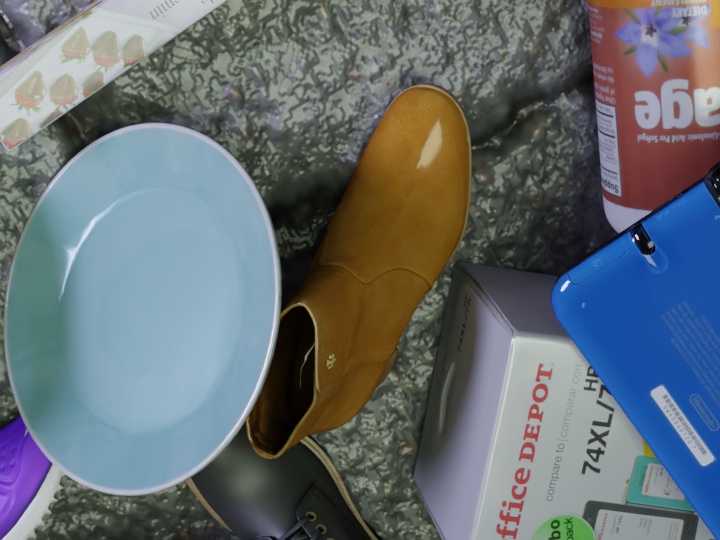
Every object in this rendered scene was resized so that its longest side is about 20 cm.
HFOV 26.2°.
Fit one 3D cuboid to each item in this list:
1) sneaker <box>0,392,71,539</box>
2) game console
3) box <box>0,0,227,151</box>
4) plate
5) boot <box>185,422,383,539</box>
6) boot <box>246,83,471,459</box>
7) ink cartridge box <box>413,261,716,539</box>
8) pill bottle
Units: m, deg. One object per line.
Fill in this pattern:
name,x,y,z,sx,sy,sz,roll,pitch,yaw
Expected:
sneaker,-0.244,0.138,0.893,0.099,0.070,0.201,36,97,-15
game console,0.225,0.028,0.826,0.170,0.118,0.201,-34,97,21
box,-0.123,-0.139,0.851,0.199,0.041,0.039,-34,109,2
plate,-0.117,0.021,0.845,0.025,0.199,0.202,14,108,-55
boot,-0.028,0.166,0.902,0.077,0.138,0.200,-45,107,5
boot,-0.001,0.000,0.853,0.070,0.144,0.204,21,106,16
ink cartridge box,0.148,0.095,0.907,0.197,0.146,0.149,8,104,-12
pill bottle,0.191,-0.082,0.882,0.111,0.112,0.203,-10,106,-7
